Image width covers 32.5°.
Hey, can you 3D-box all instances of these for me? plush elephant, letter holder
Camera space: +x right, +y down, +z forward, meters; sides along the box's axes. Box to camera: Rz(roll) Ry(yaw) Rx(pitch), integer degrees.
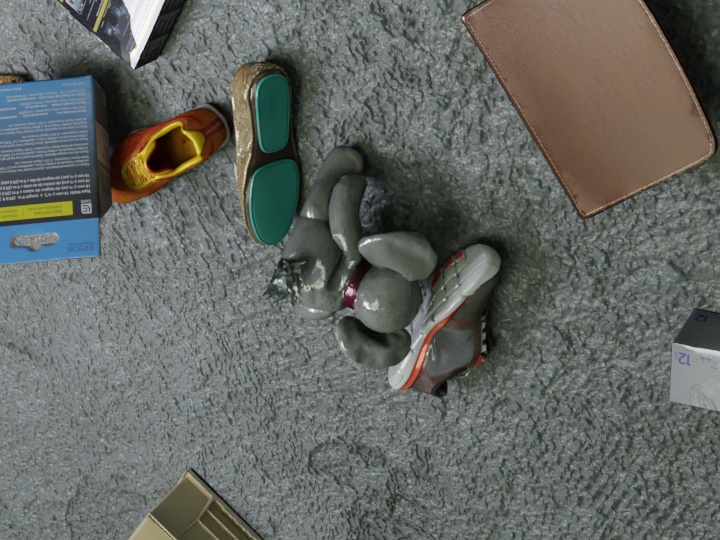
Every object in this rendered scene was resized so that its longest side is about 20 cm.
[{"bbox_3d":[0.000,0.000,1.217,0.155,0.200,0.165,25,121,-3],"label":"plush elephant"},{"bbox_3d":[0.205,-0.170,1.019,0.142,0.101,0.200,-27,99,38],"label":"letter holder"}]

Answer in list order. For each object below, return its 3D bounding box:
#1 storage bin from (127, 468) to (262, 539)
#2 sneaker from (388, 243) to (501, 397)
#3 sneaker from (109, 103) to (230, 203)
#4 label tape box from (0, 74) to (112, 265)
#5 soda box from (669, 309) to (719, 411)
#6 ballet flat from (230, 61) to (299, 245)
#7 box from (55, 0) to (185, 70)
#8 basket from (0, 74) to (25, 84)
[{"bbox_3d":[-0.218,0.400,1.615,0.199,0.094,0.200,43,130,5],"label":"storage bin"},{"bbox_3d":[0.102,0.054,1.244,0.082,0.077,0.200,22,131,-12],"label":"sneaker"},{"bbox_3d":[-0.227,-0.123,1.342,0.200,0.077,0.073,-27,100,41],"label":"sneaker"},{"bbox_3d":[-0.349,-0.102,1.344,0.144,0.063,0.201,-5,82,1],"label":"label tape box"},{"bbox_3d":[0.375,0.092,1.073,0.200,0.068,0.064,10,121,28],"label":"soda box"},{"bbox_3d":[-0.102,-0.124,1.278,0.065,0.070,0.200,38,133,46],"label":"ballet flat"},{"bbox_3d":[-0.242,-0.330,1.254,0.161,0.049,0.200,42,130,9],"label":"box"},{"bbox_3d":[-0.455,-0.133,1.494,0.200,0.149,0.143,-2,147,34],"label":"basket"}]
